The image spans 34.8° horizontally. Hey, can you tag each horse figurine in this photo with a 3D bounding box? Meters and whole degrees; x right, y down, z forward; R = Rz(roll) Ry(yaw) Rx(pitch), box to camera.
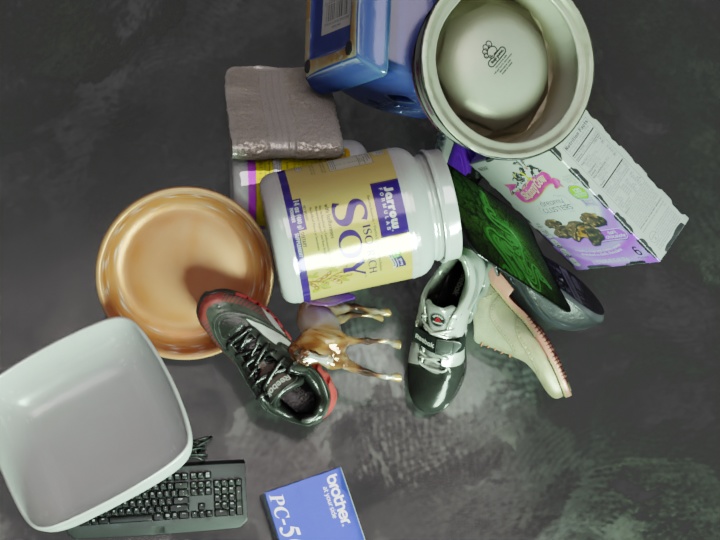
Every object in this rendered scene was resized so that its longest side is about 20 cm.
[{"bbox_3d":[-0.025,0.065,1.303,0.132,0.050,0.200,8,30,-13],"label":"horse figurine"}]

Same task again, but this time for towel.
[{"bbox_3d":[-0.093,-0.190,1.355,0.132,0.035,0.200,-2,37,-9],"label":"towel"}]

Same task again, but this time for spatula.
[{"bbox_3d":[0.000,0.000,1.337,0.056,0.021,0.200,16,36,35],"label":"spatula"}]

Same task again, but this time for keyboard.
[{"bbox_3d":[-0.226,0.239,1.272,0.199,0.040,0.105,-3,76,-10],"label":"keyboard"}]

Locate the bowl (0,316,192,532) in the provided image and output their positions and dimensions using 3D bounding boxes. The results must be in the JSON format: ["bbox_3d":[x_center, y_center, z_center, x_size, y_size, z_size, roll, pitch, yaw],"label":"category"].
[{"bbox_3d":[-0.288,0.170,1.240,0.199,0.075,0.200,-28,63,-8],"label":"bowl"}]

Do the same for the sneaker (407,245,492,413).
[{"bbox_3d":[0.089,0.066,1.319,0.074,0.088,0.201,15,92,23],"label":"sneaker"}]

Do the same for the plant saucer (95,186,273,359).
[{"bbox_3d":[-0.199,0.001,1.304,0.199,0.037,0.202,-2,104,-8],"label":"plant saucer"}]

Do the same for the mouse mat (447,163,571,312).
[{"bbox_3d":[0.158,-0.044,1.304,0.160,0.008,0.201,31,26,-30],"label":"mouse mat"}]

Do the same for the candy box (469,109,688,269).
[{"bbox_3d":[0.250,-0.094,1.337,0.200,0.168,0.072,42,72,-16],"label":"candy box"}]

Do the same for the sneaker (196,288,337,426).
[{"bbox_3d":[-0.103,0.099,1.273,0.071,0.098,0.200,-43,100,6],"label":"sneaker"}]

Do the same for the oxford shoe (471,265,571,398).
[{"bbox_3d":[0.177,0.076,1.369,0.074,0.071,0.201,-36,77,5],"label":"oxford shoe"}]

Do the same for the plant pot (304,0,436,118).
[{"bbox_3d":[0.044,-0.287,1.305,0.179,0.200,0.201,4,89,-27],"label":"plant pot"}]

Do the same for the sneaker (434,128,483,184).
[{"bbox_3d":[0.139,-0.137,1.412,0.099,0.070,0.201,17,74,-7],"label":"sneaker"}]

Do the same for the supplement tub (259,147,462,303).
[{"bbox_3d":[-0.001,-0.053,1.248,0.199,0.145,0.146,-12,77,-5],"label":"supplement tub"}]

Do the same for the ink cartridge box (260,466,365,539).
[{"bbox_3d":[-0.036,0.329,1.273,0.093,0.044,0.201,-16,78,-14],"label":"ink cartridge box"}]

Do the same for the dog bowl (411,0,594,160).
[{"bbox_3d":[0.142,-0.214,1.205,0.199,0.074,0.202,-1,93,-19],"label":"dog bowl"}]

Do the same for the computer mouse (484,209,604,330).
[{"bbox_3d":[0.206,0.013,1.362,0.200,0.139,0.053,34,113,-24],"label":"computer mouse"}]

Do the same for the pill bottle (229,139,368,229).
[{"bbox_3d":[-0.053,-0.102,1.355,0.199,0.104,0.105,-1,75,-8],"label":"pill bottle"}]
